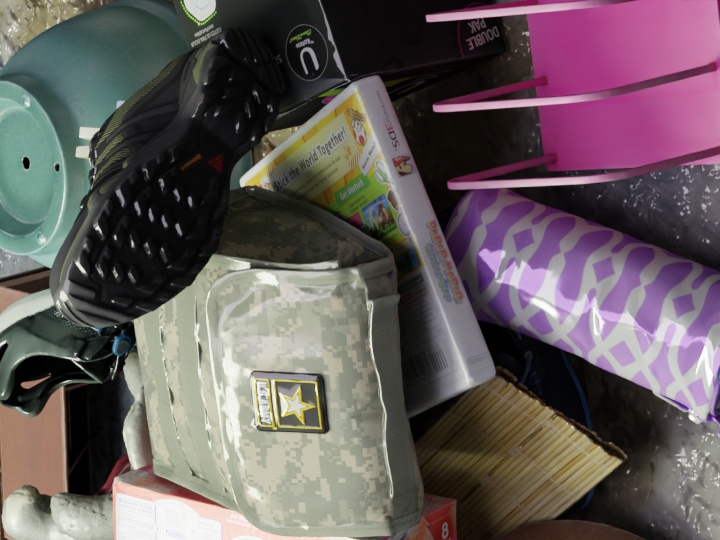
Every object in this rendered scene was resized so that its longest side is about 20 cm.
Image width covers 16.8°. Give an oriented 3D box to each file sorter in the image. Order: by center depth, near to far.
[{"bbox_3d":[0.113,-0.149,1.350,0.138,0.125,0.201,0,100,44],"label":"file sorter"}]

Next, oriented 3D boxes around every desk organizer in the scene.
[{"bbox_3d":[-0.219,0.104,1.783,0.077,0.072,0.201,12,109,40],"label":"desk organizer"}]

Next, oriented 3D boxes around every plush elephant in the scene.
[{"bbox_3d":[-0.124,0.122,1.635,0.199,0.164,0.156,19,106,39],"label":"plush elephant"}]

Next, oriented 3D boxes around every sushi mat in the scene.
[{"bbox_3d":[0.075,0.125,1.458,0.095,0.012,0.200,36,143,-3],"label":"sushi mat"}]

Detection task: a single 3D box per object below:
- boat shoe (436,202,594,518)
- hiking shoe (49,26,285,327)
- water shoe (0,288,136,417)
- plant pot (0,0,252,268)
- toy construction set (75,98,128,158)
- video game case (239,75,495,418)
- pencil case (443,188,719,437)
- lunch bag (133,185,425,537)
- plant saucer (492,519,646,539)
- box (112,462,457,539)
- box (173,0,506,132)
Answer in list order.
[{"bbox_3d":[0.079,0.059,1.477,0.084,0.068,0.201,-28,81,45],"label":"boat shoe"},{"bbox_3d":[-0.120,-0.046,1.377,0.076,0.200,0.100,45,152,-23],"label":"hiking shoe"},{"bbox_3d":[-0.161,0.038,1.620,0.199,0.071,0.079,-27,48,27],"label":"water shoe"},{"bbox_3d":[-0.190,-0.080,1.662,0.200,0.134,0.202,14,110,43],"label":"plant pot"},{"bbox_3d":[-0.106,-0.147,1.553,0.092,0.131,0.201,23,100,41],"label":"toy construction set"},{"bbox_3d":[0.000,0.000,1.437,0.200,0.023,0.183,-33,77,64],"label":"video game case"},{"bbox_3d":[0.137,0.020,1.376,0.199,0.084,0.086,24,110,24],"label":"pencil case"},{"bbox_3d":[-0.043,0.055,1.404,0.200,0.117,0.165,18,120,53],"label":"lunch bag"},{"bbox_3d":[0.131,0.249,1.453,0.199,0.034,0.202,7,108,21],"label":"plant saucer"},{"bbox_3d":[-0.046,0.178,1.468,0.199,0.094,0.103,8,106,36],"label":"box"},{"bbox_3d":[-0.027,-0.197,1.459,0.124,0.148,0.201,-20,86,45],"label":"box"}]
